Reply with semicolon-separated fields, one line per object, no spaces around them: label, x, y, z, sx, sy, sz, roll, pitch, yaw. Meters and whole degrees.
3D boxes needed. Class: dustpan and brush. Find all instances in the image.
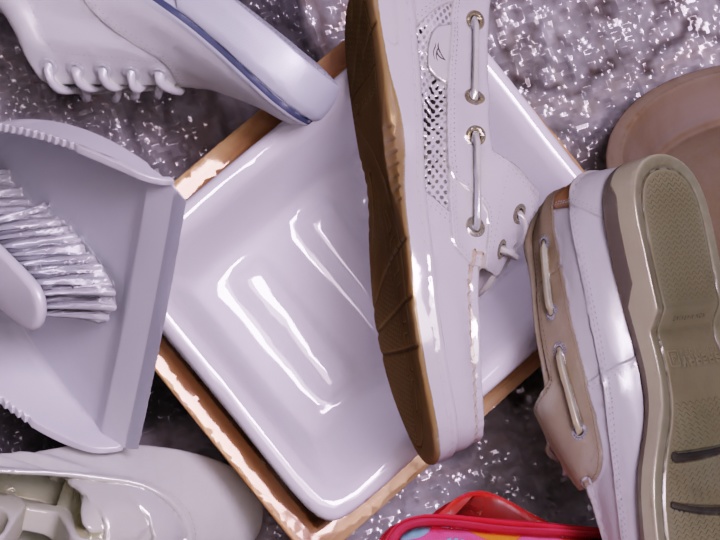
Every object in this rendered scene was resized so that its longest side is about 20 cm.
dustpan and brush;-0.166;-0.021;1.128;0.200;0.140;0.057;37;41;29

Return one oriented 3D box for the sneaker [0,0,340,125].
sneaker;-0.098;-0.099;1.153;0.199;0.073;0.071;31;91;26

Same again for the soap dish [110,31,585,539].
soap dish;0.000;0.000;1.179;0.200;0.081;0.158;-40;93;-16

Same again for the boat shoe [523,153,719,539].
boat shoe;0.111;0.058;1.122;0.074;0.068;0.201;8;73;-46

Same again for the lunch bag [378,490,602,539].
lunch bag;0.074;0.169;1.114;0.199;0.082;0.177;8;53;-39

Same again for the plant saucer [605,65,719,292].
plant saucer;0.203;-0.028;1.207;0.199;0.200;0.030;-5;126;-16

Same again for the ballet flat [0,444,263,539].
ballet flat;-0.135;0.105;1.132;0.199;0.069;0.070;8;80;-13

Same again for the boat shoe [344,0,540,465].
boat shoe;0.040;-0.025;1.114;0.069;0.071;0.201;-3;81;-14
